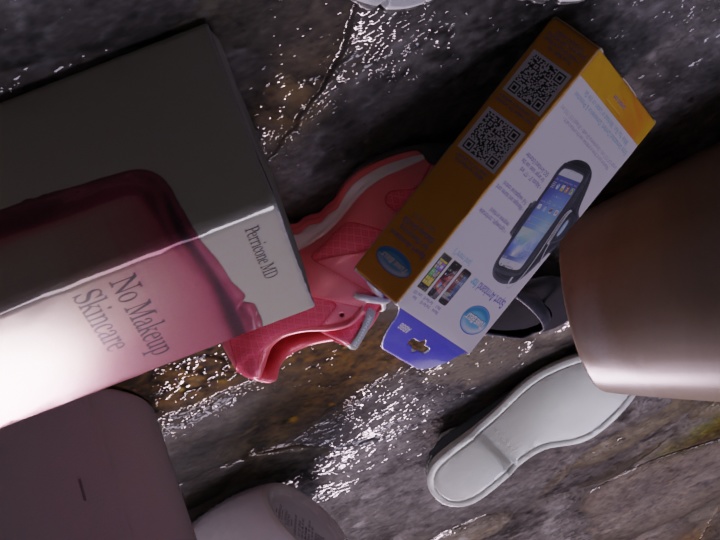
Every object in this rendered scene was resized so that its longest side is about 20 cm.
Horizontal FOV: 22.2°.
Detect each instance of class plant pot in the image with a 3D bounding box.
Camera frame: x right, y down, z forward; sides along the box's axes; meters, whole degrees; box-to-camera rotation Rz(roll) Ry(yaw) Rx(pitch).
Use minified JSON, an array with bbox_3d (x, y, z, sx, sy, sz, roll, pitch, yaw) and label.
[{"bbox_3d":[0.229,0.007,1.189,0.173,0.201,0.200,-13,160,21],"label":"plant pot"}]

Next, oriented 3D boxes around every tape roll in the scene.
[{"bbox_3d":[-0.212,0.186,1.218,0.202,0.140,0.203,-18,156,-8],"label":"tape roll"}]

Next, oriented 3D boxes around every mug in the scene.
[{"bbox_3d":[-0.090,0.256,1.478,0.175,0.148,0.200,-49,179,16],"label":"mug"}]

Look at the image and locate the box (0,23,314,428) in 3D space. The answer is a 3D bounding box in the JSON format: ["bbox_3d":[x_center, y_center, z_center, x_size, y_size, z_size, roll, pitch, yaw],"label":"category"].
[{"bbox_3d":[-0.138,-0.014,0.904,0.199,0.109,0.128,-21,155,-1],"label":"box"}]

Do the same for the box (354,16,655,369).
[{"bbox_3d":[0.077,-0.035,1.033,0.200,0.041,0.119,-49,152,3],"label":"box"}]

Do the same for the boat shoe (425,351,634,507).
[{"bbox_3d":[0.137,0.115,1.483,0.200,0.073,0.062,-35,-164,13],"label":"boat shoe"}]

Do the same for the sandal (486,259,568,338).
[{"bbox_3d":[0.088,0.020,1.241,0.076,0.043,0.200,-32,154,22],"label":"sandal"}]

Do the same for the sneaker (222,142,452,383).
[{"bbox_3d":[0.000,0.000,1.075,0.200,0.087,0.074,-30,155,15],"label":"sneaker"}]

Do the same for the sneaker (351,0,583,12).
[{"bbox_3d":[0.045,-0.170,0.795,0.199,0.078,0.090,-10,145,-38],"label":"sneaker"}]
